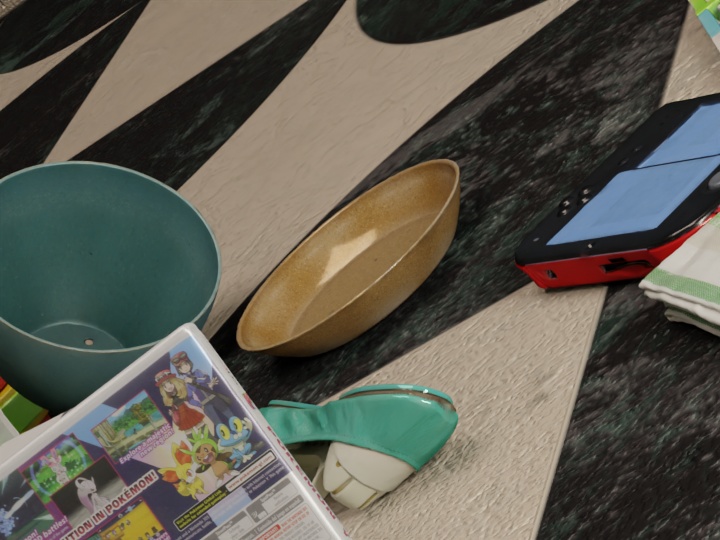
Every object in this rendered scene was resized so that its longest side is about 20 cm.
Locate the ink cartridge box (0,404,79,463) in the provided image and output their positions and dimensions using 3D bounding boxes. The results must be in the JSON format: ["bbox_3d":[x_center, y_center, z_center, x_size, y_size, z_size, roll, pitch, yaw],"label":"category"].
[{"bbox_3d":[-0.153,0.162,1.706,0.200,0.146,0.084,-28,20,36],"label":"ink cartridge box"}]

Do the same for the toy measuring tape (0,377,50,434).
[{"bbox_3d":[-0.265,0.087,2.278,0.074,0.074,0.200,-21,25,47],"label":"toy measuring tape"}]

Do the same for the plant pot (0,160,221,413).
[{"bbox_3d":[-0.214,0.033,2.151,0.135,0.200,0.200,103,-166,-45],"label":"plant pot"}]

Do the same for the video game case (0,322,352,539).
[{"bbox_3d":[-0.120,0.160,1.591,0.200,0.182,0.023,-37,-3,11],"label":"video game case"}]

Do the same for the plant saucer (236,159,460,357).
[{"bbox_3d":[0.000,0.000,1.981,0.200,0.035,0.200,-36,17,13],"label":"plant saucer"}]

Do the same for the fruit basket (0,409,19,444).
[{"bbox_3d":[-0.332,0.143,2.045,0.185,0.200,0.094,-31,14,25],"label":"fruit basket"}]

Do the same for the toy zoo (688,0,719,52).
[{"bbox_3d":[0.289,-0.189,1.865,0.131,0.020,0.200,-37,17,9],"label":"toy zoo"}]

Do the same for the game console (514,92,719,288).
[{"bbox_3d":[0.195,-0.058,1.720,0.177,0.031,0.200,-48,19,-23],"label":"game console"}]

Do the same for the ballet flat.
[{"bbox_3d":[-0.009,0.112,1.691,0.200,0.067,0.071,-12,57,58],"label":"ballet flat"}]

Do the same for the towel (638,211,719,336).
[{"bbox_3d":[0.259,-0.034,1.538,0.200,0.031,0.149,-40,19,-8],"label":"towel"}]
